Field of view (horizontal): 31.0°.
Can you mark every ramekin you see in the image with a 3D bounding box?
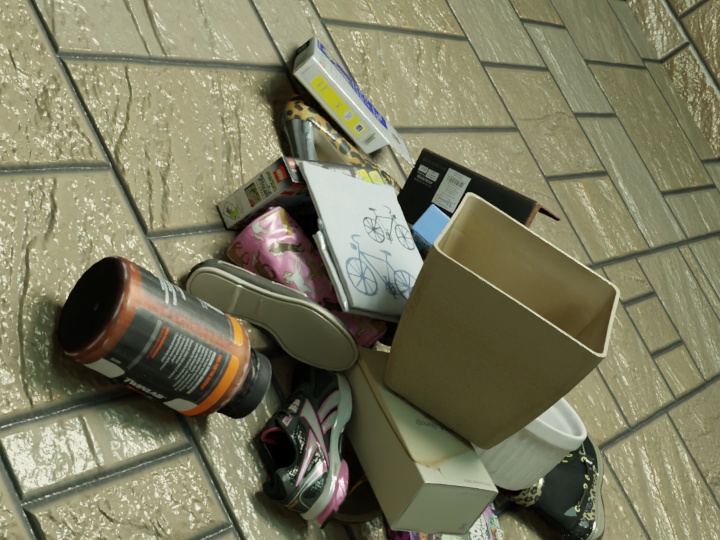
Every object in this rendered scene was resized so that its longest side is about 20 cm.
[{"bbox_3d":[0.168,0.178,1.593,0.200,0.105,0.200,35,14,-10],"label":"ramekin"}]

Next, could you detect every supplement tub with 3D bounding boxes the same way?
[{"bbox_3d":[-0.179,0.073,1.230,0.200,0.107,0.107,33,37,-36],"label":"supplement tub"}]

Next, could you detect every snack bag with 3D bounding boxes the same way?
[{"bbox_3d":[0.010,-0.029,1.486,0.188,0.021,0.200,11,51,-52],"label":"snack bag"}]

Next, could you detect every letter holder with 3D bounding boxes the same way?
[{"bbox_3d":[0.168,-0.065,1.729,0.200,0.101,0.142,30,5,37],"label":"letter holder"}]

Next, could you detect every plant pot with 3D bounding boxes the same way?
[{"bbox_3d":[0.135,0.066,1.373,0.200,0.177,0.200,33,24,2],"label":"plant pot"}]

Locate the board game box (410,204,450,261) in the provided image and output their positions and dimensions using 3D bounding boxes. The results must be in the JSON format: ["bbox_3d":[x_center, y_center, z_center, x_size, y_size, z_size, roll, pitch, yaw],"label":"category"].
[{"bbox_3d":[0.123,0.003,1.658,0.152,0.045,0.200,40,-13,4],"label":"board game box"}]

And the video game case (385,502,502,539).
[{"bbox_3d":[0.097,0.289,1.502,0.181,0.036,0.200,25,42,-41],"label":"video game case"}]

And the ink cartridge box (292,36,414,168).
[{"bbox_3d":[-0.013,-0.222,1.775,0.200,0.047,0.198,50,9,-14],"label":"ink cartridge box"}]

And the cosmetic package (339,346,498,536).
[{"bbox_3d":[0.051,0.179,1.370,0.103,0.073,0.200,13,32,-36],"label":"cosmetic package"}]

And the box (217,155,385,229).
[{"bbox_3d":[-0.066,-0.087,1.553,0.200,0.110,0.035,0,61,-56],"label":"box"}]

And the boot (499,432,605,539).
[{"bbox_3d":[0.252,0.259,1.729,0.154,0.073,0.204,36,34,-27],"label":"boot"}]

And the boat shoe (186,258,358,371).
[{"bbox_3d":[-0.090,0.040,1.390,0.200,0.067,0.057,26,22,-5],"label":"boat shoe"}]

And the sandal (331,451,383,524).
[{"bbox_3d":[0.038,0.224,1.414,0.200,0.054,0.080,-1,56,-30],"label":"sandal"}]

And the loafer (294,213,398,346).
[{"bbox_3d":[0.000,0.000,1.558,0.200,0.071,0.073,45,29,-17],"label":"loafer"}]

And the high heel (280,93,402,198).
[{"bbox_3d":[-0.019,-0.160,1.733,0.200,0.071,0.143,15,51,-42],"label":"high heel"}]

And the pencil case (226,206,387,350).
[{"bbox_3d":[-0.060,0.020,1.455,0.200,0.083,0.087,47,24,5],"label":"pencil case"}]

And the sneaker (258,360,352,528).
[{"bbox_3d":[-0.062,0.164,1.351,0.086,0.080,0.200,26,34,-25],"label":"sneaker"}]
